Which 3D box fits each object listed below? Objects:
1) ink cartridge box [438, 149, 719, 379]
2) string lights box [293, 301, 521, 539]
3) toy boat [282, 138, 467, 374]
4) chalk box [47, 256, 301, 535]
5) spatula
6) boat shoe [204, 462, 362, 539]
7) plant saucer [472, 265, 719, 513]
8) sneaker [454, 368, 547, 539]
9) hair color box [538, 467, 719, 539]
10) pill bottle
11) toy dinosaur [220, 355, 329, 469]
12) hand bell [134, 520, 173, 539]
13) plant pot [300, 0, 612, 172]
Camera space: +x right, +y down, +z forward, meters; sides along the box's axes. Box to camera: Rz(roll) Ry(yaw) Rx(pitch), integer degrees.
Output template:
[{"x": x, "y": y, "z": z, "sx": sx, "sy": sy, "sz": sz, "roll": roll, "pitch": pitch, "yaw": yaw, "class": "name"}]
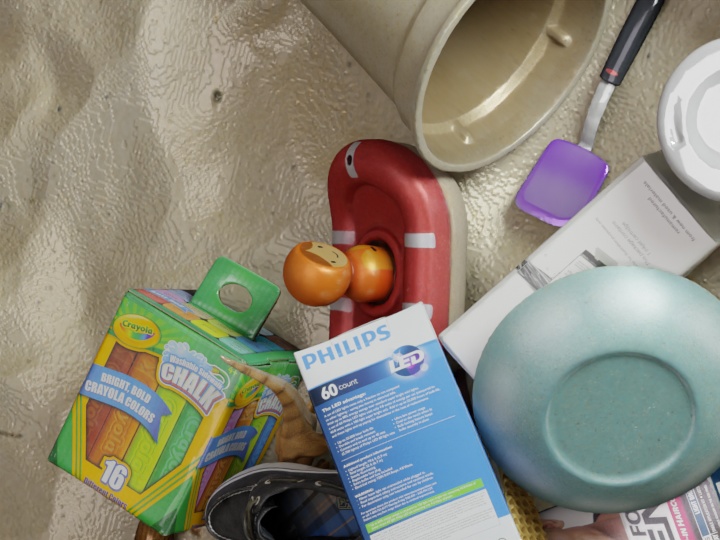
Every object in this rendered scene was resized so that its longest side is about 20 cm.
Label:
[{"x": 0.170, "y": 0.007, "z": 1.532, "sx": 0.200, "sy": 0.147, "sz": 0.083, "roll": -42, "pitch": 83, "yaw": 18, "class": "ink cartridge box"}, {"x": 0.035, "y": 0.133, "z": 1.489, "sx": 0.102, "sy": 0.059, "sz": 0.200, "roll": -21, "pitch": 63, "yaw": 0, "class": "string lights box"}, {"x": 0.000, "y": 0.000, "z": 1.601, "sx": 0.130, "sy": 0.130, "sz": 0.201, "roll": 1, "pitch": 90, "yaw": 54, "class": "toy boat"}, {"x": -0.134, "y": 0.090, "z": 1.676, "sx": 0.125, "sy": 0.124, "sz": 0.200, "roll": 29, "pitch": 101, "yaw": 20, "class": "chalk box"}, {"x": 0.183, "y": -0.127, "z": 1.597, "sx": 0.056, "sy": 0.021, "sz": 0.200, "roll": 29, "pitch": 100, "yaw": 22, "class": "spatula"}, {"x": -0.052, "y": 0.186, "z": 1.584, "sx": 0.200, "sy": 0.066, "sz": 0.070, "roll": -4, "pitch": 97, "yaw": 38, "class": "boat shoe"}, {"x": 0.179, "y": 0.094, "z": 1.465, "sx": 0.200, "sy": 0.039, "sz": 0.202, "roll": -1, "pitch": 116, "yaw": -1, "class": "plant saucer"}, {"x": 0.075, "y": 0.159, "z": 1.572, "sx": 0.090, "sy": 0.075, "sz": 0.200, "roll": -28, "pitch": 41, "yaw": 16, "class": "sneaker"}, {"x": 0.187, "y": 0.213, "z": 1.572, "sx": 0.200, "sy": 0.060, "sz": 0.100, "roll": -24, "pitch": 80, "yaw": 22, "class": "hair color box"}, {"x": 0.282, "y": -0.097, "z": 1.457, "sx": 0.111, "sy": 0.200, "sz": 0.111, "roll": 0, "pitch": 89, "yaw": 24, "class": "pill bottle"}, {"x": -0.046, "y": 0.125, "z": 1.634, "sx": 0.060, "sy": 0.106, "sz": 0.200, "roll": 40, "pitch": 147, "yaw": 33, "class": "toy dinosaur"}, {"x": -0.181, "y": 0.283, "z": 1.727, "sx": 0.104, "sy": 0.104, "sz": 0.201, "roll": 4, "pitch": 80, "yaw": 23, "class": "hand bell"}, {"x": 0.053, "y": -0.206, "z": 1.575, "sx": 0.183, "sy": 0.200, "sz": 0.201, "roll": 41, "pitch": 105, "yaw": 29, "class": "plant pot"}]
